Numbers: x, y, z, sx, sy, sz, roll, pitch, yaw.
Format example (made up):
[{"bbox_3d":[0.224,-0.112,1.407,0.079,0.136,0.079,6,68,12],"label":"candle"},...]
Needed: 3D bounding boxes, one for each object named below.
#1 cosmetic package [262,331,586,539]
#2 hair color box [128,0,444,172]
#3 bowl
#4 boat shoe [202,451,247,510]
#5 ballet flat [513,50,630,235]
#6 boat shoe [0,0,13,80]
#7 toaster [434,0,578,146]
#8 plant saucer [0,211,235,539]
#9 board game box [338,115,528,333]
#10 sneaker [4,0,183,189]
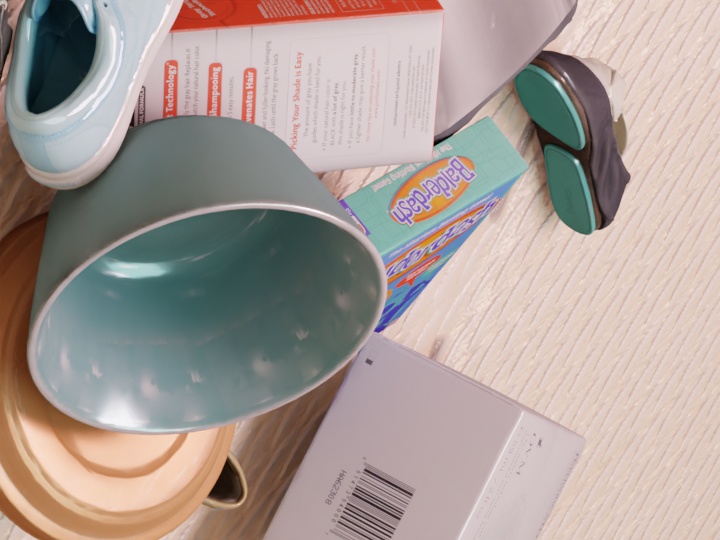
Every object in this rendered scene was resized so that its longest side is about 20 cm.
[{"bbox_3d":[0.038,0.165,1.953,0.200,0.123,0.200,-63,163,0],"label":"cosmetic package"},{"bbox_3d":[-0.058,-0.108,1.665,0.199,0.061,0.102,-6,121,-18],"label":"hair color box"},{"bbox_3d":[-0.093,-0.010,1.612,0.200,0.105,0.201,-11,145,-8],"label":"bowl"},{"bbox_3d":[-0.128,0.083,1.774,0.073,0.063,0.200,-56,144,-9],"label":"boat shoe"},{"bbox_3d":[0.151,-0.103,2.011,0.073,0.073,0.200,-49,149,-19],"label":"ballet flat"},{"bbox_3d":[-0.208,-0.123,1.533,0.057,0.069,0.201,-25,128,-42],"label":"boat shoe"},{"bbox_3d":[0.049,-0.180,1.789,0.200,0.114,0.129,-43,139,-22],"label":"toaster"},{"bbox_3d":[-0.145,0.061,1.688,0.200,0.032,0.201,5,83,-43],"label":"plant saucer"},{"bbox_3d":[0.000,0.000,1.815,0.152,0.045,0.200,-31,167,-37],"label":"board game box"},{"bbox_3d":[-0.138,-0.146,1.552,0.082,0.074,0.201,72,28,-69],"label":"sneaker"}]
